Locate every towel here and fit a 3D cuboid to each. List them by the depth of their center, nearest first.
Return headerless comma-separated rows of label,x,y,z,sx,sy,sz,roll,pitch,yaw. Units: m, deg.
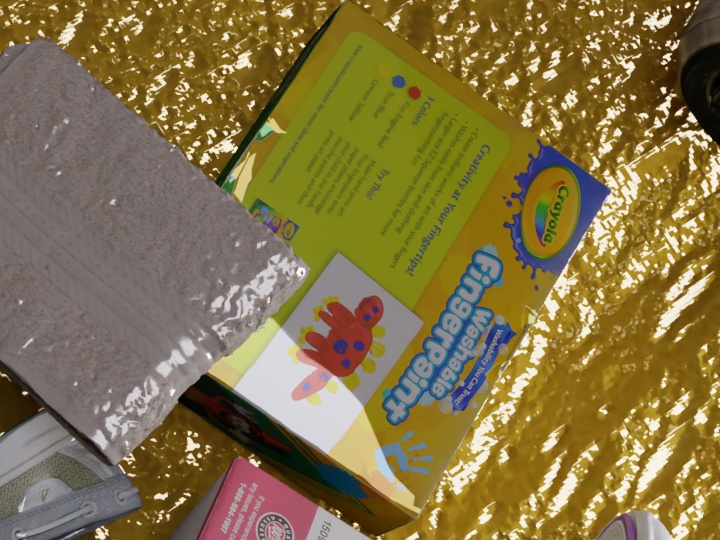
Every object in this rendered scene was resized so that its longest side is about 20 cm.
towel,-0.133,-0.015,1.121,0.200,0.035,0.133,39,74,25

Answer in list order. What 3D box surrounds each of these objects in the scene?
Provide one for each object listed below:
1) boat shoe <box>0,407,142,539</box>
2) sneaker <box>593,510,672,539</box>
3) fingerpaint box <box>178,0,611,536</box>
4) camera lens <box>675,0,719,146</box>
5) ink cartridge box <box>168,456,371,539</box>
boat shoe,-0.189,0.137,1.093,0.202,0.074,0.065,-38,86,-30
sneaker,0.145,0.220,1.196,0.099,0.075,0.201,7,78,-31
fingerpaint box,0.000,0.000,1.192,0.167,0.073,0.200,34,69,-7
camera lens,0.267,-0.147,1.274,0.160,0.160,0.200,30,69,-9
ink cartridge box,-0.011,0.201,1.104,0.200,0.083,0.147,33,40,-8
